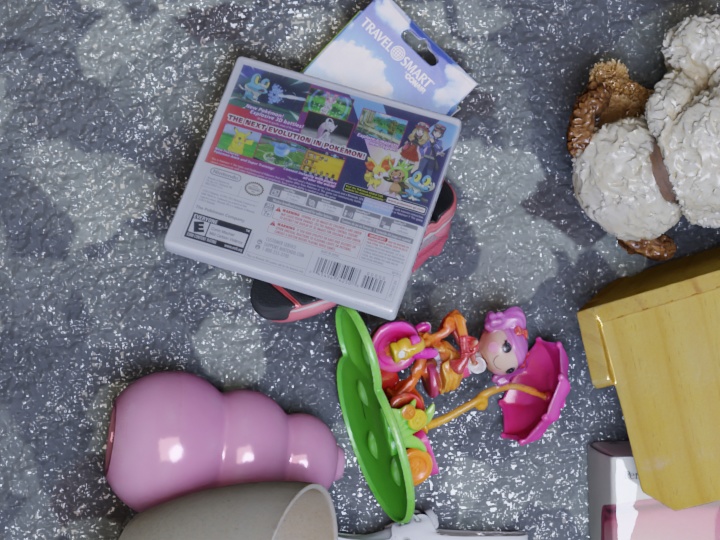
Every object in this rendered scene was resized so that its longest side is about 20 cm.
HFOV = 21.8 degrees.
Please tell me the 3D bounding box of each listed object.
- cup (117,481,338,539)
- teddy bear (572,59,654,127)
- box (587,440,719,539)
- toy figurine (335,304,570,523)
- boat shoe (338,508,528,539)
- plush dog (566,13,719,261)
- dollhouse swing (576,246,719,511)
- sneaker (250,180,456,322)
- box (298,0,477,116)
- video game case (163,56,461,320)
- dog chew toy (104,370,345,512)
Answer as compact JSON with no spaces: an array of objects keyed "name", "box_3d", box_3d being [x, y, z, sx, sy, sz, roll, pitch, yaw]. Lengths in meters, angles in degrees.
[{"name":"cup","box_3d":[-0.118,0.255,1.485,0.143,0.200,0.201,9,90,18]},{"name":"teddy bear","box_3d":[0.274,-0.110,1.627,0.199,0.067,0.146,0,100,-10]},{"name":"box","box_3d":[0.268,0.249,1.603,0.127,0.109,0.201,-2,91,-3]},{"name":"toy figurine","box_3d":[0.087,0.091,1.578,0.184,0.150,0.201,-19,116,-15]},{"name":"boat shoe","box_3d":[0.049,0.237,1.613,0.199,0.074,0.067,11,90,-16]},{"name":"plush dog","box_3d":[0.258,-0.086,1.533,0.171,0.161,0.200,-21,107,19]},{"name":"dollhouse swing","box_3d":[0.309,0.078,1.543,0.200,0.182,0.176,-19,94,24]},{"name":"sneaker","box_3d":[0.000,0.000,1.579,0.200,0.087,0.074,-30,55,-18]},{"name":"box","box_3d":[-0.010,-0.126,1.609,0.122,0.048,0.200,44,89,-3]},{"name":"video game case","box_3d":[-0.038,-0.070,1.538,0.199,0.023,0.183,17,70,9]},{"name":"dog chew toy","box_3d":[-0.112,0.153,1.577,0.199,0.125,0.125,8,90,-12]}]
